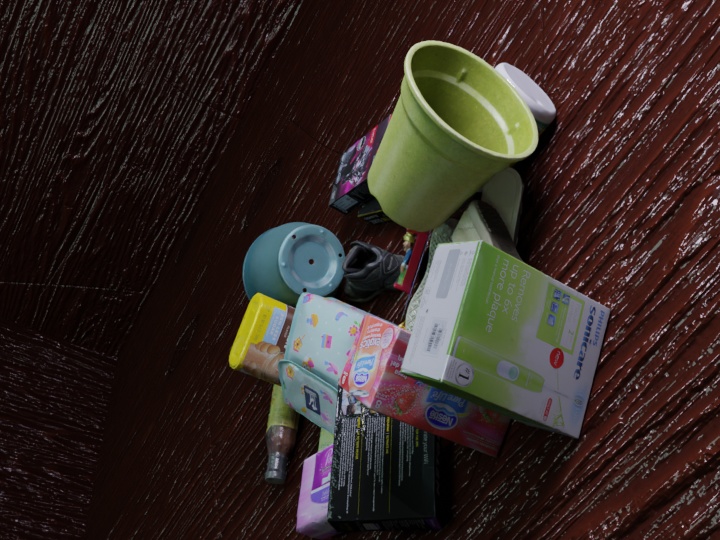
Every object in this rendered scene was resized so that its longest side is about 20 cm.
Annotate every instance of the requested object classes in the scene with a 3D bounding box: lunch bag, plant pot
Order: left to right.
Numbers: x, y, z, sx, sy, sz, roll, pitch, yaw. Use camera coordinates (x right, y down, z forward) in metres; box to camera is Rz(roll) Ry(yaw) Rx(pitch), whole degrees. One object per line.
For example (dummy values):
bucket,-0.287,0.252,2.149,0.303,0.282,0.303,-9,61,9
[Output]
plant pot,-0.117,-0.002,1.334,0.187,0.195,0.206,-20,50,68
lunch bag,-0.043,0.159,1.128,0.167,0.121,0.206,20,92,36
plant pot,0.103,-0.160,0.912,0.185,0.195,0.204,126,154,-43

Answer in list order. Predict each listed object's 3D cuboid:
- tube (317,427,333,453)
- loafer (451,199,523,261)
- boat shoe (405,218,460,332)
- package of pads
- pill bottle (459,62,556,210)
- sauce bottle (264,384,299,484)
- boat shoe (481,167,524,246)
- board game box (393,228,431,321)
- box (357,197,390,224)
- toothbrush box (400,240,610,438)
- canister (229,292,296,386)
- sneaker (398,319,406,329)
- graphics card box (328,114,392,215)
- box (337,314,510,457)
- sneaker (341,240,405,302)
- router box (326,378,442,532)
tube,-0.038,0.226,1.195,0.058,0.050,0.206,84,-167,-68
loafer,0.174,0.008,0.876,0.068,0.074,0.205,-42,52,39
boat shoe,0.116,0.029,0.984,0.073,0.062,0.206,9,78,27
package of pads,-0.023,0.324,1.045,0.199,0.074,0.123,-41,37,44
pill bottle,0.185,-0.191,1.016,0.201,0.111,0.115,-50,29,31
sauce bottle,-0.153,0.307,1.336,0.066,0.065,0.205,-37,36,46
boat shoe,0.183,-0.036,0.951,0.070,0.060,0.208,14,88,20
board game box,0.078,-0.022,1.069,0.160,0.038,0.203,104,-173,-47
box,0.075,-0.198,1.322,0.158,0.048,0.206,-4,66,61
toothbrush box,0.159,0.075,0.740,0.085,0.196,0.150,-1,67,61
canister,-0.127,0.144,1.261,0.086,0.196,0.152,11,78,65
sneaker,0.073,0.110,1.024,0.202,0.076,0.073,-55,25,3
graphics card box,0.014,-0.202,1.336,0.199,0.050,0.129,-27,46,57
box,0.085,0.139,0.835,0.102,0.196,0.097,18,84,64
sneaker,0.000,0.000,1.232,0.198,0.112,0.078,-18,51,61
router box,0.036,0.243,0.933,0.145,0.052,0.205,-7,54,16
